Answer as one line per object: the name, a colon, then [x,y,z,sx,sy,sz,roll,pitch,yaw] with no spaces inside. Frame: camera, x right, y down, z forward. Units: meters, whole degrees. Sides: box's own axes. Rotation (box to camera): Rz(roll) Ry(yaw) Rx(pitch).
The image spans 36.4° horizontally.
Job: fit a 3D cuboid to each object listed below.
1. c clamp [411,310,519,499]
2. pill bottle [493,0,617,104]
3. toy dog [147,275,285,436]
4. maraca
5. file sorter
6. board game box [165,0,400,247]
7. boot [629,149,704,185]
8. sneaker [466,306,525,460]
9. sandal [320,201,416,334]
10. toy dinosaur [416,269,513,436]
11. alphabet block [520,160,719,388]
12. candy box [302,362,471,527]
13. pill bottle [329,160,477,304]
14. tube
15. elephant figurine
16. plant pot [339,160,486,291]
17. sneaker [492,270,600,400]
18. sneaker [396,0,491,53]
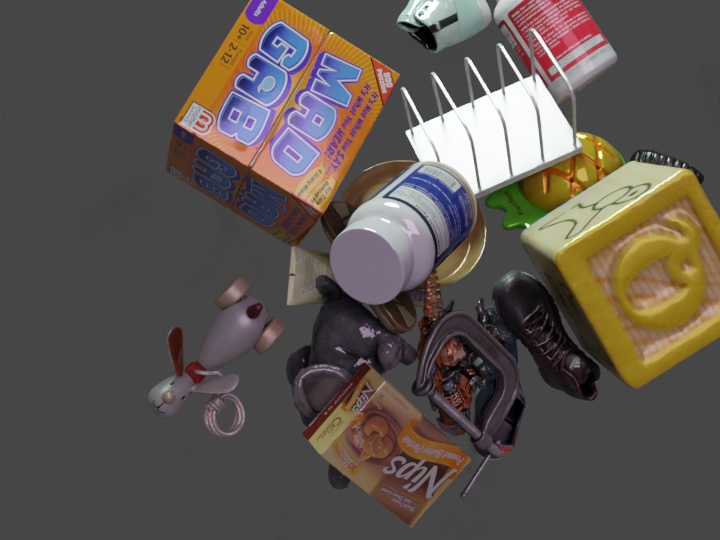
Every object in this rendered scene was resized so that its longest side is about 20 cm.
c clamp: [0.126,0.153,1.315,0.171,0.027,0.200,-52,123,-18]
pill bottle: [0.257,-0.341,1.518,0.112,0.112,0.201,-33,89,-17]
toy dog: [-0.172,0.098,1.340,0.131,0.096,0.201,24,75,-7]
maraca: [0.266,-0.116,1.478,0.199,0.107,0.137,-26,53,-11]
file sorter: [0.165,-0.199,1.416,0.199,0.125,0.139,-24,57,-1]
board game box: [-0.102,-0.181,1.356,0.199,0.200,0.201,30,74,-6]
boot: [0.446,-0.060,1.525,0.210,0.079,0.159,31,74,-5]
sneaker: [0.182,0.143,1.421,0.074,0.085,0.202,2,78,-13]
sandal: [0.000,0.000,1.345,0.080,0.054,0.201,-4,58,-47]
toy dinosaur: [0.115,0.099,1.355,0.101,0.202,0.136,19,31,27]
alphabet block: [0.336,-0.002,1.344,0.195,0.200,0.197,-34,99,3]
candy box: [0.035,0.214,1.324,0.116,0.055,0.200,-47,128,-3]
pill bottle: [0.051,-0.045,1.291,0.116,0.116,0.200,49,39,0]
tube: [0.004,0.014,1.426,0.198,0.052,0.058,5,41,-9]
elephant figurine: [-0.034,0.142,1.356,0.155,0.141,0.200,38,89,26]
plant pot: [0.066,-0.055,1.435,0.198,0.028,0.202,4,58,-7]
sneaker: [0.252,0.089,1.397,0.076,0.115,0.200,-41,116,-6]
sneaker: [0.083,-0.397,1.505,0.118,0.074,0.201,-35,91,-23]
